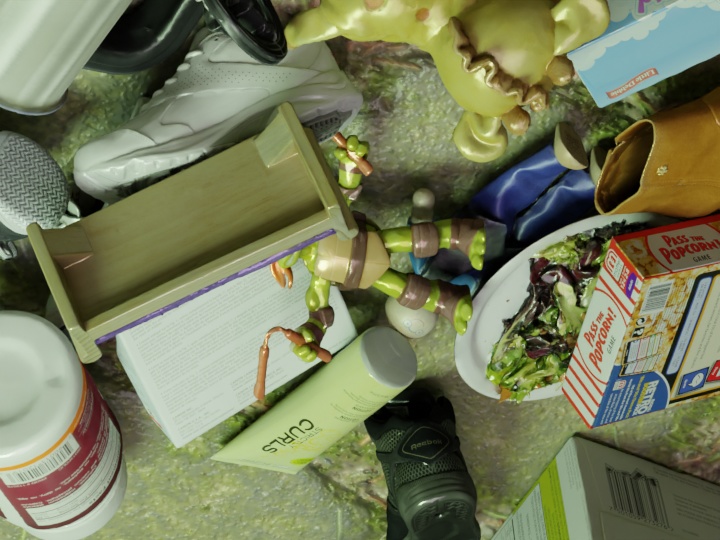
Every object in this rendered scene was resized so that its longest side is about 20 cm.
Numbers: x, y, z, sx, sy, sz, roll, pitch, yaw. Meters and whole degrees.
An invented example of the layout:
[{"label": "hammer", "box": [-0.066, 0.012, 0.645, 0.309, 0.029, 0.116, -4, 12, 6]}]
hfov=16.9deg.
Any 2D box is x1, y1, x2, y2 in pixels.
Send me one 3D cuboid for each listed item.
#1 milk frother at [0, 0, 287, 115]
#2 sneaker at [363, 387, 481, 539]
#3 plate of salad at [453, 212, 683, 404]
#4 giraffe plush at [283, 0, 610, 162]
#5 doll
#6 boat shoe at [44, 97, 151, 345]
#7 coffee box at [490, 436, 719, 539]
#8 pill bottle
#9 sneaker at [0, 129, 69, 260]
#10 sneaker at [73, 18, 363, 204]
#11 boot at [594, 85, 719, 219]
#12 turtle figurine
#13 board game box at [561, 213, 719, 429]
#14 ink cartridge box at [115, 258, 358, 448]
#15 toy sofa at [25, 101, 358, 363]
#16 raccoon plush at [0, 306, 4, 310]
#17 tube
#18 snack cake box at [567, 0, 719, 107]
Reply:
[{"label": "milk frother", "box": [-0.156, -0.165, 1.512, 0.180, 0.200, 0.188, 24, 123, -27]}, {"label": "sneaker", "box": [0.048, 0.158, 1.878, 0.076, 0.115, 0.200, -11, 157, -3]}, {"label": "plate of salad", "box": [0.163, 0.034, 1.769, 0.199, 0.048, 0.200, -16, 141, -13]}, {"label": "giraffe plush", "box": [0.068, -0.169, 1.504, 0.162, 0.200, 0.173, 38, 141, 1]}, {"label": "doll", "box": [0.090, -0.024, 1.743, 0.136, 0.049, 0.200, 30, 119, -35]}, {"label": "boat shoe", "box": [-0.186, -0.038, 1.689, 0.086, 0.075, 0.202, 24, 119, -23]}, {"label": "coffee box", "box": [0.211, 0.289, 1.908, 0.199, 0.200, 0.198, 21, 124, -20]}, {"label": "pill bottle", "box": [-0.234, 0.118, 1.747, 0.114, 0.115, 0.200, -11, 154, 3]}, {"label": "sneaker", "box": [-0.296, -0.080, 1.640, 0.200, 0.076, 0.114, 41, 144, -7]}, {"label": "sneaker", "box": [-0.105, -0.110, 1.623, 0.199, 0.100, 0.078, -20, 161, -15]}, {"label": "boot", "box": [0.254, -0.105, 1.654, 0.144, 0.071, 0.201, -4, 142, -37]}, {"label": "turtle figurine", "box": [0.000, 0.000, 1.693, 0.161, 0.064, 0.201, 10, 96, -9]}, {"label": "board game box", "box": [0.255, 0.028, 1.750, 0.199, 0.046, 0.152, -11, 137, -27]}, {"label": "ink cartridge box", "box": [-0.106, 0.008, 1.717, 0.162, 0.050, 0.200, -31, 125, -12]}, {"label": "toy sofa", "box": [-0.107, -0.019, 1.576, 0.199, 0.083, 0.098, -25, 159, -2]}, {"label": "raccoon plush", "box": [-0.369, 0.062, 1.769, 0.200, 0.097, 0.134, -47, 108, -7]}, {"label": "tube", "box": [-0.030, 0.108, 1.816, 0.058, 0.052, 0.200, 47, 136, -3]}, {"label": "snack cake box", "box": [0.218, -0.203, 1.565, 0.199, 0.115, 0.067, -25, 141, 13]}]
